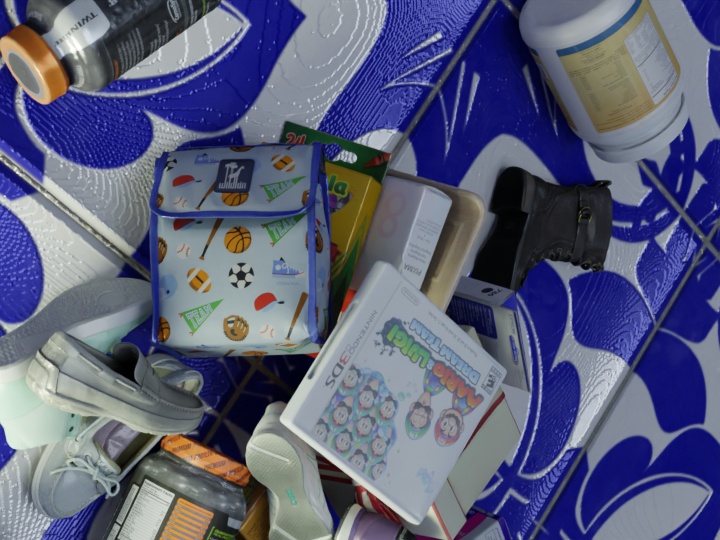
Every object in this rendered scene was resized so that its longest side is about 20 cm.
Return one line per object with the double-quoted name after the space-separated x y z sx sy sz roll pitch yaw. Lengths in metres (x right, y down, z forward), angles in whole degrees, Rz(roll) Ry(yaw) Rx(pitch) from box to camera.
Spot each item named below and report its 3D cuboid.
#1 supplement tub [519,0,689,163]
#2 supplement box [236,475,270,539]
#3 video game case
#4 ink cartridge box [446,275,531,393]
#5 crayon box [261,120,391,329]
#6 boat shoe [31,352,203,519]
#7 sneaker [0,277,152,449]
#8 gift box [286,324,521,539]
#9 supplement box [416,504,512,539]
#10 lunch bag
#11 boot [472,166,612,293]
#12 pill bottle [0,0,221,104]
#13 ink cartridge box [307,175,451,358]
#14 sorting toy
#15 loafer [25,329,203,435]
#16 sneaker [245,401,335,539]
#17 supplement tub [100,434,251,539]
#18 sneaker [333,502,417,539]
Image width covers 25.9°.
0.281 -0.237 1.782 0.145 0.144 0.201 -47 124 -19 "supplement tub"
-0.075 0.300 1.687 0.069 0.066 0.200 -52 126 -15 "supplement box"
0.037 0.120 1.514 0.200 0.024 0.183 41 72 -33 "video game case"
0.123 0.060 1.696 0.039 0.199 0.100 -25 116 -30 "ink cartridge box"
-0.060 -0.045 1.580 0.051 0.126 0.202 25 83 -74 "crayon box"
-0.238 0.164 1.532 0.202 0.065 0.075 -44 123 -21 "boat shoe"
-0.270 0.090 1.494 0.200 0.073 0.119 -32 131 -35 "sneaker"
0.033 0.177 1.673 0.187 0.199 0.185 -49 122 -36 "gift box"
0.076 0.362 1.794 0.199 0.101 0.104 -35 119 -26 "supplement box"
-0.114 -0.023 1.502 0.124 0.168 0.202 59 31 -77 "lunch bag"
0.226 -0.023 1.838 0.173 0.069 0.202 13 90 -38 "boot"
-0.229 -0.234 1.421 0.200 0.106 0.107 -40 122 -23 "pill bottle"
0.000 0.000 1.612 0.057 0.162 0.201 27 84 -38 "ink cartridge box"
0.043 0.003 1.628 0.036 0.185 0.201 20 90 -38 "sorting toy"
-0.216 0.104 1.447 0.199 0.070 0.070 21 100 -49 "loafer"
-0.064 0.221 1.597 0.080 0.070 0.201 -78 161 -55 "sneaker"
-0.192 0.268 1.556 0.122 0.122 0.201 31 81 -37 "supplement tub"
0.010 0.340 1.625 0.076 0.087 0.201 -56 159 -52 "sneaker"
